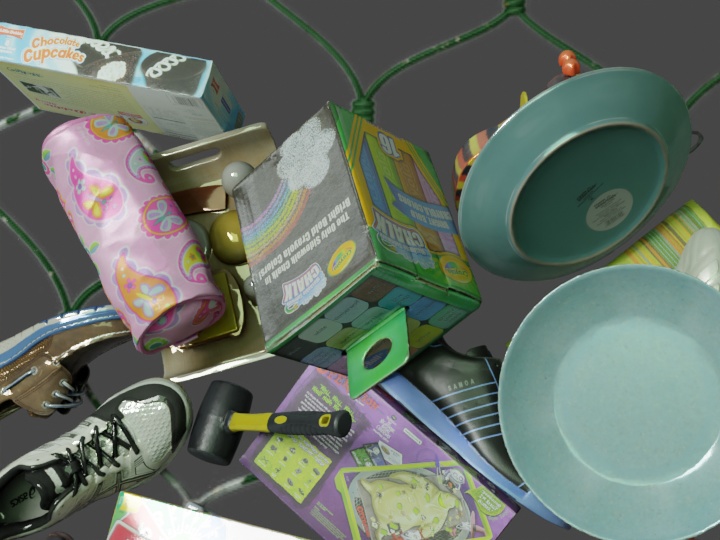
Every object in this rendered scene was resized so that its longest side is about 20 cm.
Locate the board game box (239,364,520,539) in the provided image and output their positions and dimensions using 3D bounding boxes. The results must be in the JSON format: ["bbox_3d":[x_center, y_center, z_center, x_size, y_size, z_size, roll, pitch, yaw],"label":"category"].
[{"bbox_3d":[0.013,0.168,0.899,0.200,0.032,0.120,40,104,15],"label":"board game box"}]

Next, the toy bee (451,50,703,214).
[{"bbox_3d":[0.157,-0.120,0.926,0.199,0.109,0.131,-30,29,-8],"label":"toy bee"}]

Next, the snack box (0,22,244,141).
[{"bbox_3d":[-0.209,-0.159,0.985,0.198,0.116,0.037,12,77,11],"label":"snack box"}]

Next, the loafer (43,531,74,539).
[{"bbox_3d":[-0.188,0.281,0.854,0.071,0.063,0.201,-20,114,9],"label":"loafer"}]

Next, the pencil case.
[{"bbox_3d":[-0.186,-0.033,0.924,0.087,0.087,0.201,-33,71,-1],"label":"pencil case"}]

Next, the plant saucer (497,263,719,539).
[{"bbox_3d":[0.202,0.096,0.835,0.199,0.039,0.203,0,89,16],"label":"plant saucer"}]

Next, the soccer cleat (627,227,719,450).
[{"bbox_3d":[0.237,0.064,0.873,0.077,0.069,0.202,10,91,2],"label":"soccer cleat"}]

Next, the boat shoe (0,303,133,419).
[{"bbox_3d":[-0.265,0.087,0.959,0.199,0.072,0.073,-22,80,13],"label":"boat shoe"}]

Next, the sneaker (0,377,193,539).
[{"bbox_3d":[-0.221,0.160,0.908,0.199,0.088,0.076,-35,90,5],"label":"sneaker"}]

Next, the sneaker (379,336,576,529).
[{"bbox_3d":[0.103,0.113,0.893,0.200,0.070,0.078,40,91,17],"label":"sneaker"}]

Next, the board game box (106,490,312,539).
[{"bbox_3d":[-0.107,0.240,0.875,0.198,0.030,0.096,11,77,14],"label":"board game box"}]

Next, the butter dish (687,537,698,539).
[{"bbox_3d":[0.176,0.296,0.795,0.198,0.148,0.201,-11,74,6],"label":"butter dish"}]

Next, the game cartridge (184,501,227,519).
[{"bbox_3d":[-0.080,0.283,0.887,0.199,0.042,0.134,23,84,19],"label":"game cartridge"}]

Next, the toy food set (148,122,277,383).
[{"bbox_3d":[-0.122,-0.013,0.964,0.142,0.060,0.202,-16,74,4],"label":"toy food set"}]

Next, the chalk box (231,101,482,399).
[{"bbox_3d":[0.000,0.000,0.863,0.124,0.123,0.201,-37,52,30],"label":"chalk box"}]

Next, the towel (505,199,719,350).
[{"bbox_3d":[0.221,0.033,0.926,0.199,0.018,0.086,-37,70,-2],"label":"towel"}]

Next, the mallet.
[{"bbox_3d":[-0.073,0.126,0.869,0.041,0.199,0.066,30,75,-29],"label":"mallet"}]

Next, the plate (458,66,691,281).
[{"bbox_3d":[0.169,-0.062,0.867,0.199,0.201,0.026,-29,46,0],"label":"plate"}]
